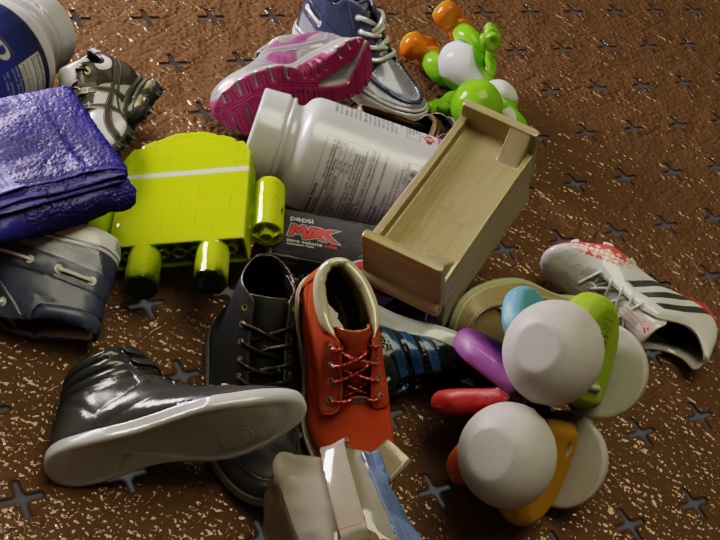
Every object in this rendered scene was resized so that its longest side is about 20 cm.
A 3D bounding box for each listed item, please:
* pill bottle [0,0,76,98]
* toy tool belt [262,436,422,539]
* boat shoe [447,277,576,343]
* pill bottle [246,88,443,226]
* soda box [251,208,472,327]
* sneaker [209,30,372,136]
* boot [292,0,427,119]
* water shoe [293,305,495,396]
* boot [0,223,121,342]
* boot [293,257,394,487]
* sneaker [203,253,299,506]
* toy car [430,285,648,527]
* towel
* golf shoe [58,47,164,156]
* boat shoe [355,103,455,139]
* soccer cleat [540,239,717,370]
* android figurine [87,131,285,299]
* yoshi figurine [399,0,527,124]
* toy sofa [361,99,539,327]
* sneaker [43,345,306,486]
[{"bbox_3d":[-0.354,-0.185,1.155,0.119,0.120,0.200,28,40,4],"label":"pill bottle"},{"bbox_3d":[0.015,0.214,0.906,0.122,0.125,0.201,-10,51,-24],"label":"toy tool belt"},{"bbox_3d":[0.171,0.056,1.171,0.200,0.074,0.063,11,16,-37],"label":"boat shoe"},{"bbox_3d":[-0.015,-0.104,1.241,0.199,0.114,0.114,19,40,-7],"label":"pill bottle"},{"bbox_3d":[0.000,0.000,1.175,0.199,0.064,0.071,9,42,-17],"label":"soda box"},{"bbox_3d":[-0.085,-0.205,1.351,0.199,0.082,0.088,-25,36,-33],"label":"sneaker"},{"bbox_3d":[0.006,-0.255,1.421,0.200,0.091,0.073,40,42,17],"label":"boot"},{"bbox_3d":[0.030,0.083,1.113,0.199,0.072,0.079,21,69,-10],"label":"water shoe"},{"bbox_3d":[-0.302,0.000,1.023,0.199,0.073,0.091,8,60,-3],"label":"boot"},{"bbox_3d":[-0.011,0.088,1.005,0.075,0.107,0.201,-10,78,-15],"label":"boot"},{"bbox_3d":[-0.084,0.084,1.007,0.074,0.107,0.201,4,44,-23],"label":"sneaker"},{"bbox_3d":[0.136,0.102,1.042,0.150,0.201,0.175,26,4,33],"label":"toy car"},{"bbox_3d":[-0.297,-0.087,1.013,0.199,0.050,0.148,-18,59,-34],"label":"towel"},{"bbox_3d":[-0.259,-0.143,1.177,0.094,0.078,0.200,41,27,-17],"label":"golf shoe"},{"bbox_3d":[0.076,-0.128,1.343,0.199,0.073,0.072,11,42,-16],"label":"boat shoe"},{"bbox_3d":[0.274,0.035,1.274,0.199,0.069,0.085,28,36,-3],"label":"soccer cleat"},{"bbox_3d":[-0.158,-0.057,1.128,0.181,0.041,0.201,-6,45,3],"label":"android figurine"},{"bbox_3d":[0.121,-0.226,1.458,0.111,0.113,0.200,-19,57,-21],"label":"yoshi figurine"},{"bbox_3d":[0.083,-0.051,1.146,0.082,0.098,0.200,26,59,18],"label":"toy sofa"},{"bbox_3d":[-0.144,0.095,0.957,0.199,0.071,0.100,-12,46,-2],"label":"sneaker"}]
